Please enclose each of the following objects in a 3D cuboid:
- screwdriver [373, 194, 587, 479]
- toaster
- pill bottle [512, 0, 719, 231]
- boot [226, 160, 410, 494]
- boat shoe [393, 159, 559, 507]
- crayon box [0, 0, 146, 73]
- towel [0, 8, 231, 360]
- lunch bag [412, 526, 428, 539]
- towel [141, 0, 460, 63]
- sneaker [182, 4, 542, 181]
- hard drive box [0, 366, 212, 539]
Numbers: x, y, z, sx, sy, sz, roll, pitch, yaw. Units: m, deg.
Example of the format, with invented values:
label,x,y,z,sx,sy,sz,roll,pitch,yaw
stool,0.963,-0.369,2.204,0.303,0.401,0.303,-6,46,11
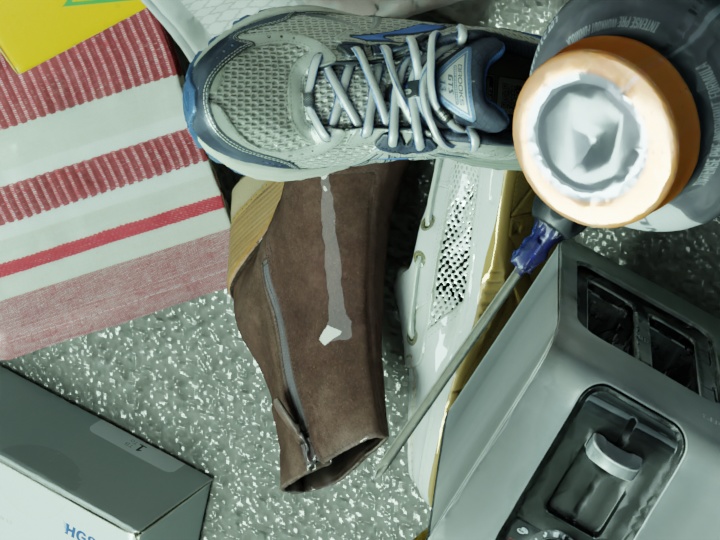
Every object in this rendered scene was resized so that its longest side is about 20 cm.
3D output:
label,x,y,z,sx,sy,sz,roll,pitch,yaw
screwdriver,0.061,0.011,1.147,0.029,0.028,0.200,37,88,38
toaster,0.132,0.094,1.085,0.180,0.200,0.119,31,106,-4
pill bottle,0.136,-0.080,1.022,0.106,0.200,0.107,12,115,28
boot,0.000,0.000,1.178,0.200,0.072,0.167,-44,52,53
boat shoe,0.049,0.014,1.198,0.069,0.071,0.201,21,105,38
crayon box,-0.118,-0.172,1.144,0.199,0.126,0.052,-26,132,6
towel,-0.149,-0.057,1.242,0.143,0.023,0.201,-18,122,0
lunch bag,0.051,0.234,1.216,0.126,0.169,0.201,9,113,28
towel,-0.007,-0.151,1.061,0.190,0.200,0.032,-21,68,8
sneaker,0.023,-0.080,1.068,0.085,0.199,0.078,177,89,-65
hard drive box,-0.181,0.180,1.400,0.155,0.077,0.201,26,121,21
